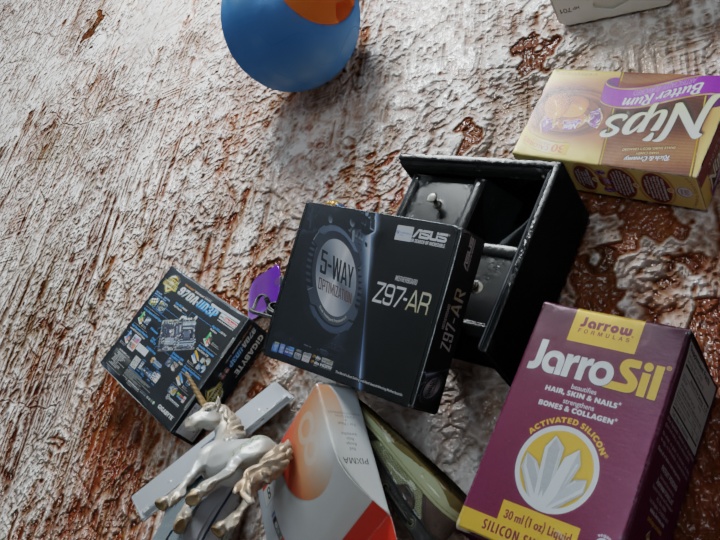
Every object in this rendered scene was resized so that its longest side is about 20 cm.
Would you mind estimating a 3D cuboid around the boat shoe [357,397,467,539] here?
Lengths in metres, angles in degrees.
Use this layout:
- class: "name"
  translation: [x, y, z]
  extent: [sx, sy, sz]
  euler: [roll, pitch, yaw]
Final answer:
- class: "boat shoe"
  translation: [0.019, 0.181, 0.737]
  extent: [0.066, 0.072, 0.200]
  euler: [-50, 44, -5]

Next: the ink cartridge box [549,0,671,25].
- class: "ink cartridge box"
  translation: [0.307, -0.407, 0.938]
  extent: [0.144, 0.086, 0.204]
  euler: [-2, 57, 34]

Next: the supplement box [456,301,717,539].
- class: "supplement box"
  translation: [0.182, 0.145, 0.623]
  extent: [0.129, 0.103, 0.203]
  euler: [9, 65, 41]

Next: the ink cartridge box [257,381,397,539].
- class: "ink cartridge box"
  translation: [-0.035, 0.231, 0.707]
  extent: [0.164, 0.049, 0.202]
  euler: [-58, 32, 34]

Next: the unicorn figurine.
- class: "unicorn figurine"
  translation: [-0.136, 0.186, 0.771]
  extent: [0.197, 0.075, 0.138]
  euler: [4, 37, 37]

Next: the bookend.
- class: "bookend"
  translation: [0.098, -0.007, 0.798]
  extent: [0.197, 0.092, 0.202]
  euler: [11, 67, 41]

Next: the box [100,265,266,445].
- class: "box"
  translation: [-0.224, 0.099, 0.989]
  extent: [0.198, 0.046, 0.160]
  euler: [25, 76, 44]

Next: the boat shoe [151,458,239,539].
- class: "boat shoe"
  translation: [-0.164, 0.261, 0.818]
  extent: [0.072, 0.067, 0.201]
  euler: [-11, 32, 36]

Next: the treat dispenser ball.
- class: "treat dispenser ball"
  translation: [-0.098, -0.356, 1.110]
  extent: [0.197, 0.201, 0.204]
  euler: [-18, 50, 24]

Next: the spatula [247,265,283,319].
- class: "spatula"
  translation: [-0.061, 0.005, 0.954]
  extent: [0.196, 0.021, 0.058]
  euler: [-20, 56, 22]

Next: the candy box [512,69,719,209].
- class: "candy box"
  translation: [0.266, -0.137, 0.796]
  extent: [0.198, 0.056, 0.118]
  euler: [16, 70, 43]

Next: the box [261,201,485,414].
- class: "box"
  translation: [0.007, 0.029, 0.747]
  extent: [0.197, 0.043, 0.164]
  euler: [13, 84, 41]

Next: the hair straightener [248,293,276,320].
- class: "hair straightener"
  translation: [-0.059, 0.053, 0.879]
  extent: [0.198, 0.076, 0.042]
  euler: [19, 83, 42]

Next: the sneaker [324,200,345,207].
- class: "sneaker"
  translation: [0.000, 0.000, 0.874]
  extent: [0.076, 0.087, 0.201]
  euler: [-50, 38, 19]

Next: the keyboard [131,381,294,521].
- class: "keyboard"
  translation: [-0.159, 0.191, 0.854]
  extent: [0.199, 0.011, 0.056]
  euler: [-38, 20, -18]
